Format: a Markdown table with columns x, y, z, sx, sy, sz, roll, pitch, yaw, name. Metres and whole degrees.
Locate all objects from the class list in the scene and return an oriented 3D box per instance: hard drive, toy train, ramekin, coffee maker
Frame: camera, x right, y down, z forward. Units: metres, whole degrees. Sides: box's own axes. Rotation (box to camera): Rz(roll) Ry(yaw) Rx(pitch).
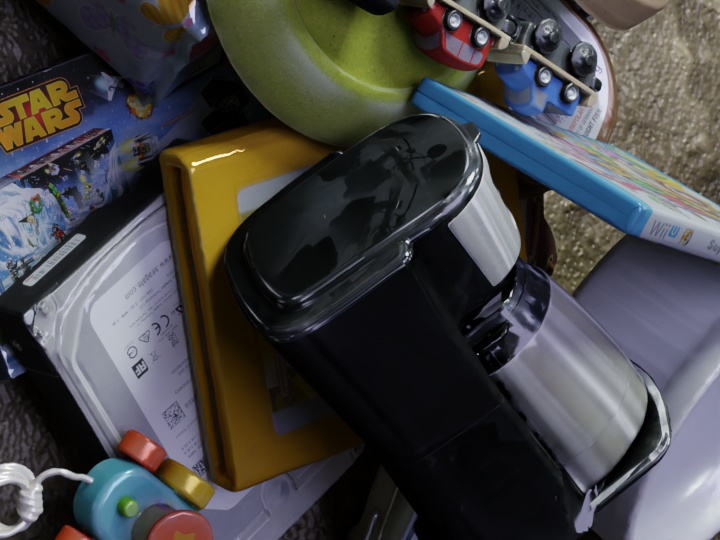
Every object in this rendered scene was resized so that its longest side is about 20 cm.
| x | y | z | sx | sy | sz | roll | pitch | yaw | name |
| --- | --- | --- | --- | --- | --- | --- | --- | --- | --- |
| -0.085 | 0.053 | 1.484 | 0.140 | 0.038 | 0.200 | -43 | 123 | -26 | hard drive |
| 0.047 | -0.121 | 1.428 | 0.200 | 0.034 | 0.046 | 27 | 79 | -39 | toy train |
| 0.173 | 0.059 | 1.607 | 0.098 | 0.201 | 0.200 | 37 | 53 | 25 | ramekin |
| 0.027 | 0.054 | 1.421 | 0.192 | 0.135 | 0.200 | -50 | 123 | -16 | coffee maker |
| -0.117 | 0.181 | 1.429 | 0.150 | 0.056 | 0.200 | -19 | 113 | -31 | toy train |

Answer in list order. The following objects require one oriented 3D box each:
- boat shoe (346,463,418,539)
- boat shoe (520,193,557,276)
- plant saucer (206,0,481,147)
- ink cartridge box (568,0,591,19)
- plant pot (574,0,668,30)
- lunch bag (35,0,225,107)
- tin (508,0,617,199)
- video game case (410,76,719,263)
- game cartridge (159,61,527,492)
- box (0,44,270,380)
| x | y | z | sx | sy | sz | roll | pitch | yaw | name |
| --- | --- | --- | --- | --- | --- | --- | --- | --- | --- |
| 0.022 | 0.155 | 1.565 | 0.200 | 0.062 | 0.072 | -64 | 151 | -7 | boat shoe |
| 0.080 | -0.010 | 1.625 | 0.072 | 0.072 | 0.200 | 8 | 73 | -33 | boat shoe |
| 0.009 | -0.160 | 1.435 | 0.200 | 0.031 | 0.200 | -3 | 94 | -40 | plant saucer |
| 0.091 | -0.239 | 1.617 | 0.200 | 0.041 | 0.200 | 57 | 21 | -15 | ink cartridge box |
| 0.125 | -0.230 | 1.500 | 0.201 | 0.093 | 0.201 | 48 | 25 | -32 | plant pot |
| -0.093 | -0.212 | 1.479 | 0.170 | 0.127 | 0.200 | 40 | 67 | -2 | lunch bag |
| 0.058 | -0.125 | 1.569 | 0.200 | 0.042 | 0.112 | 43 | 57 | -22 | tin |
| 0.130 | -0.042 | 1.473 | 0.200 | 0.143 | 0.018 | 14 | 107 | -56 | video game case |
| 0.000 | 0.000 | 1.491 | 0.200 | 0.032 | 0.177 | -19 | 109 | -31 | game cartridge |
| -0.129 | -0.042 | 1.499 | 0.200 | 0.040 | 0.137 | -24 | 99 | -35 | box |
